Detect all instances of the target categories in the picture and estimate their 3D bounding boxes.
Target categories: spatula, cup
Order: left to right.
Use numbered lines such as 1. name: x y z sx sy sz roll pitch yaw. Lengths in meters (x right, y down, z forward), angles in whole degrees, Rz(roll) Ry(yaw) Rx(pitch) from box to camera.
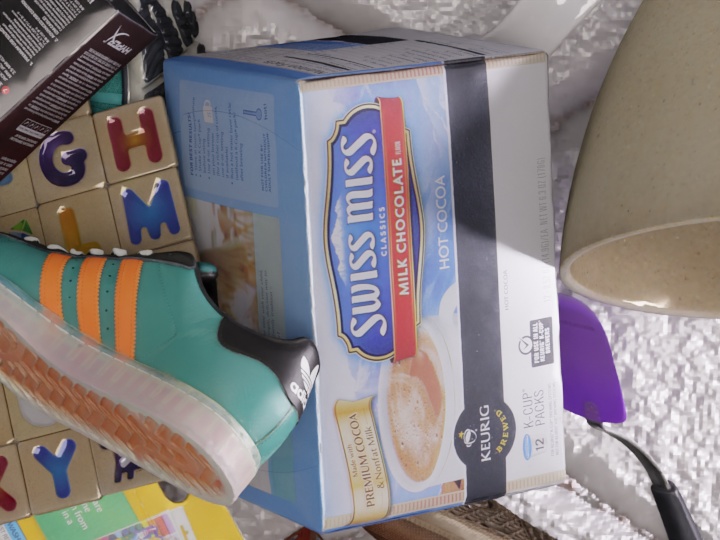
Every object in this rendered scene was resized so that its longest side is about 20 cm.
1. spatula: 0.133 0.094 1.332 0.021 0.056 0.201 -42 117 -22
2. cup: 0.188 -0.069 1.254 0.199 0.200 0.144 1 77 0

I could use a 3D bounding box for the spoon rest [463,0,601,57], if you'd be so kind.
1. spoon rest: 0.122 -0.167 1.286 0.099 0.061 0.200 36 99 -7

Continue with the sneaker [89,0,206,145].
1. sneaker: -0.122 -0.114 1.300 0.079 0.077 0.201 -9 96 21

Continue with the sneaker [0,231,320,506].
1. sneaker: -0.103 0.024 1.202 0.199 0.072 0.080 30 62 28

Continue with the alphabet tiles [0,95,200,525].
1. alphabet tiles: -0.152 0.008 1.251 0.165 0.006 0.201 -15 81 9

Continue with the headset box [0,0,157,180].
1. headset box: -0.214 -0.094 1.230 0.200 0.077 0.149 -43 80 6

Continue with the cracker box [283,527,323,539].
1. cracker box: -0.091 0.209 1.317 0.200 0.134 0.058 -34 99 5

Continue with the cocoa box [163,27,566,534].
1. cocoa box: 0.000 0.000 1.259 0.131 0.133 0.201 -9 102 -30

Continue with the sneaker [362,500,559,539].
1. sneaker: 0.069 0.159 1.341 0.199 0.070 0.076 27 100 -5

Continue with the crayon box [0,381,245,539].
1. crayon box: -0.165 0.113 1.291 0.199 0.052 0.126 -27 100 7
